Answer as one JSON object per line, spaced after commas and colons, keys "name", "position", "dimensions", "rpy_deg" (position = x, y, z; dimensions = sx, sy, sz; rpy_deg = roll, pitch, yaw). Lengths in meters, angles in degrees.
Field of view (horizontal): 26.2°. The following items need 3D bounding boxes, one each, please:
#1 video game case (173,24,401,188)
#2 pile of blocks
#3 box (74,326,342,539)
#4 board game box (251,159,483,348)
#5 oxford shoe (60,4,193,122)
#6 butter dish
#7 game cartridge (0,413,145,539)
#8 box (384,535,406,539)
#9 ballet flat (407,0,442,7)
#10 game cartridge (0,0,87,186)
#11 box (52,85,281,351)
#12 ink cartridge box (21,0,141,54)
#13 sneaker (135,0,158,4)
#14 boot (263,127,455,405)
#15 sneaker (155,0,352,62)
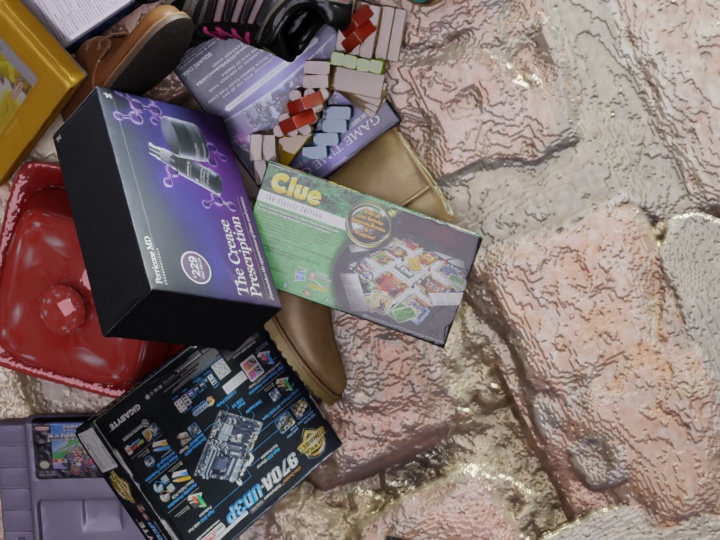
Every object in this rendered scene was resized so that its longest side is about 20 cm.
{"name": "video game case", "position": [-0.077, -0.173, 1.385], "dimensions": [0.142, 0.019, 0.201], "rpy_deg": [-35, 96, 10]}
{"name": "pile of blocks", "position": [-0.027, -0.149, 1.345], "dimensions": [0.082, 0.062, 0.201], "rpy_deg": [35, 102, -1]}
{"name": "box", "position": [-0.130, 0.148, 1.368], "dimensions": [0.160, 0.200, 0.046], "rpy_deg": [56, 144, -6]}
{"name": "board game box", "position": [-0.003, -0.014, 1.345], "dimensions": [0.198, 0.023, 0.106], "rpy_deg": [20, 99, -3]}
{"name": "oxford shoe", "position": [-0.213, -0.179, 1.333], "dimensions": [0.200, 0.071, 0.072], "rpy_deg": [-36, 78, 45]}
{"name": "butter dish", "position": [-0.246, 0.022, 1.369], "dimensions": [0.198, 0.148, 0.202], "rpy_deg": [15, 100, 3]}
{"name": "game cartridge", "position": [-0.244, 0.199, 1.459], "dimensions": [0.197, 0.038, 0.131], "rpy_deg": [-2, 104, 6]}
{"name": "box", "position": [0.052, 0.365, 1.414], "dimensions": [0.105, 0.122, 0.202], "rpy_deg": [10, 100, 3]}
{"name": "ballet flat", "position": [0.006, -0.288, 1.332], "dimensions": [0.199, 0.063, 0.069], "rpy_deg": [37, 133, 20]}
{"name": "game cartridge", "position": [-0.351, -0.190, 1.358], "dimensions": [0.200, 0.032, 0.176], "rpy_deg": [46, 132, -3]}
{"name": "box", "position": [-0.163, -0.042, 1.296], "dimensions": [0.079, 0.140, 0.202], "rpy_deg": [-41, 56, 37]}
{"name": "ink cartridge box", "position": [-0.252, -0.276, 1.353], "dimensions": [0.199, 0.076, 0.137], "rpy_deg": [-31, 95, 8]}
{"name": "sneaker", "position": [-0.239, -0.297, 1.285], "dimensions": [0.090, 0.070, 0.201], "rpy_deg": [-31, 95, 25]}
{"name": "boot", "position": [0.000, 0.000, 1.386], "dimensions": [0.199, 0.066, 0.176], "rpy_deg": [-34, 101, 6]}
{"name": "sneaker", "position": [-0.090, -0.214, 1.313], "dimensions": [0.198, 0.074, 0.088], "rpy_deg": [-17, 80, 20]}
